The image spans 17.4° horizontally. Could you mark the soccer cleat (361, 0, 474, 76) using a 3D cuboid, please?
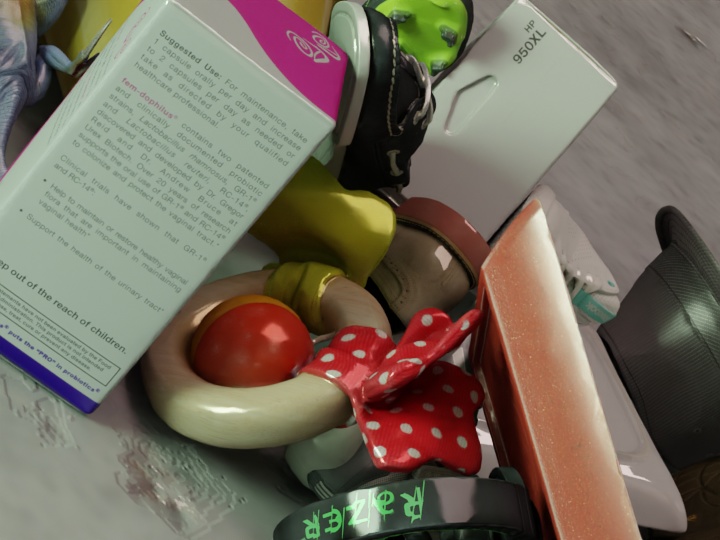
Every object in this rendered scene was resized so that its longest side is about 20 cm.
[{"bbox_3d":[0.018,-0.140,1.400,0.067,0.200,0.081,20,67,-11],"label":"soccer cleat"}]

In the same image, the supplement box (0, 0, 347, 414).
[{"bbox_3d":[-0.106,-0.046,1.139,0.103,0.200,0.101,35,23,-12],"label":"supplement box"}]

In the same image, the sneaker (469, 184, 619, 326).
[{"bbox_3d":[0.120,0.001,1.432,0.088,0.075,0.200,45,12,6],"label":"sneaker"}]

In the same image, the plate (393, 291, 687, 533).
[{"bbox_3d":[0.092,0.067,1.425,0.199,0.032,0.200,14,31,-25],"label":"plate"}]

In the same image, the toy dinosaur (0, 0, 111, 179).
[{"bbox_3d":[-0.183,-0.117,1.280,0.105,0.182,0.200,10,-5,-22],"label":"toy dinosaur"}]

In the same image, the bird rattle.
[{"bbox_3d":[-0.029,0.046,1.200,0.200,0.163,0.113,-118,-167,-45],"label":"bird rattle"}]

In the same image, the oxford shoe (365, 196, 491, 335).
[{"bbox_3d":[0.000,0.000,1.349,0.070,0.075,0.200,49,-18,-14],"label":"oxford shoe"}]

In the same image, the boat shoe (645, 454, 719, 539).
[{"bbox_3d":[0.215,0.172,1.445,0.068,0.072,0.200,70,23,-14],"label":"boat shoe"}]

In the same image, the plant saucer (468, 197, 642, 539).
[{"bbox_3d":[0.094,0.089,1.184,0.200,0.037,0.200,92,-16,-72],"label":"plant saucer"}]

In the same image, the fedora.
[{"bbox_3d":[0.211,0.061,1.560,0.177,0.090,0.200,61,0,33],"label":"fedora"}]

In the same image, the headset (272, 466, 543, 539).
[{"bbox_3d":[0.037,0.151,1.141,0.200,0.123,0.094,35,43,-63],"label":"headset"}]

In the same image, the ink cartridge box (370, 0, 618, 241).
[{"bbox_3d":[0.066,-0.075,1.451,0.084,0.145,0.200,41,-7,-2],"label":"ink cartridge box"}]

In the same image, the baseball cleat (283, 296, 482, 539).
[{"bbox_3d":[0.040,0.089,1.288,0.200,0.070,0.107,-31,80,-44],"label":"baseball cleat"}]

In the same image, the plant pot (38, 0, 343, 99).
[{"bbox_3d":[-0.101,-0.144,1.367,0.200,0.201,0.189,26,41,-33],"label":"plant pot"}]

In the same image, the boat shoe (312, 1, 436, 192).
[{"bbox_3d":[0.010,-0.090,1.246,0.060,0.076,0.200,1,-11,-6],"label":"boat shoe"}]
